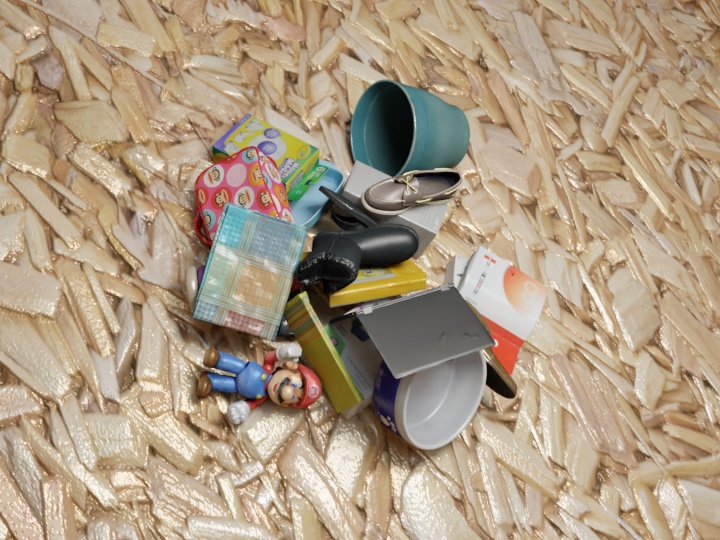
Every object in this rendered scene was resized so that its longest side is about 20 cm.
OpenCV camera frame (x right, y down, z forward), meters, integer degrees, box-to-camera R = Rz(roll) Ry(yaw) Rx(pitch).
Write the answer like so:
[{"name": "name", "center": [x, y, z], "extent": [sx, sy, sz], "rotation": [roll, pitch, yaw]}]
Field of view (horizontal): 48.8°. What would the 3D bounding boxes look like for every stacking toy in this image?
[{"name": "stacking toy", "center": [-0.194, 0.019, 1.350], "extent": [0.198, 0.086, 0.086], "rotation": [-10, 65, -6]}]

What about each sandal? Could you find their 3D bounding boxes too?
[{"name": "sandal", "center": [-0.001, -0.082, 1.448], "extent": [0.200, 0.075, 0.048], "rotation": [37, 97, -9]}]

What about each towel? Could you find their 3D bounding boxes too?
[{"name": "towel", "center": [-0.181, 0.001, 1.305], "extent": [0.146, 0.022, 0.201], "rotation": [17, 82, -7]}, {"name": "towel", "center": [-0.064, 0.135, 1.303], "extent": [0.018, 0.086, 0.201], "rotation": [-26, 84, -34]}]

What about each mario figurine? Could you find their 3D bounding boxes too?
[{"name": "mario figurine", "center": [-0.160, 0.182, 1.286], "extent": [0.198, 0.124, 0.106], "rotation": [10, 47, -10]}]

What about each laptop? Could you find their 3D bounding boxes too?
[{"name": "laptop", "center": [0.079, 0.100, 1.290], "extent": [0.186, 0.200, 0.117], "rotation": [-14, 86, -24]}]

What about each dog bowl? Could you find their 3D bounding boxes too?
[{"name": "dog bowl", "center": [0.118, 0.193, 1.332], "extent": [0.199, 0.201, 0.079], "rotation": [-31, 34, -31]}]

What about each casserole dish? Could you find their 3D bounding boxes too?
[{"name": "casserole dish", "center": [-0.111, -0.134, 1.499], "extent": [0.121, 0.039, 0.200], "rotation": [20, 52, 25]}]

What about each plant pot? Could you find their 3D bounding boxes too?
[{"name": "plant pot", "center": [0.112, -0.272, 1.597], "extent": [0.187, 0.200, 0.201], "rotation": [-3, 63, -38]}]

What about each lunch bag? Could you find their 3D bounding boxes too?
[{"name": "lunch bag", "center": [-0.216, -0.102, 1.409], "extent": [0.175, 0.082, 0.201], "rotation": [-25, 69, 16]}]

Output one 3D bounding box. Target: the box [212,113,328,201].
[{"name": "box", "center": [-0.169, -0.213, 1.507], "extent": [0.199, 0.049, 0.118], "rotation": [29, 56, 15]}]

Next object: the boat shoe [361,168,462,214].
[{"name": "boat shoe", "center": [0.097, -0.151, 1.469], "extent": [0.199, 0.060, 0.072], "rotation": [-9, 66, -24]}]

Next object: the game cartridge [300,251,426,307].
[{"name": "game cartridge", "center": [0.000, 0.000, 1.435], "extent": [0.199, 0.033, 0.176], "rotation": [-11, 30, -24]}]

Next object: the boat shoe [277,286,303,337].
[{"name": "boat shoe", "center": [-0.142, 0.024, 1.404], "extent": [0.062, 0.073, 0.201], "rotation": [-8, 71, -27]}]

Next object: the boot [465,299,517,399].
[{"name": "boot", "center": [0.220, 0.137, 1.407], "extent": [0.075, 0.074, 0.200], "rotation": [-38, 87, -28]}]

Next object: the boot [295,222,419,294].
[{"name": "boot", "center": [-0.001, -0.019, 1.351], "extent": [0.198, 0.077, 0.168], "rotation": [-1, 22, 6]}]

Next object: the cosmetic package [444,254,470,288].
[{"name": "cosmetic package", "center": [0.201, 0.073, 1.515], "extent": [0.082, 0.051, 0.201], "rotation": [15, 59, -11]}]

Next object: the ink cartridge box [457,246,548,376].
[{"name": "ink cartridge box", "center": [0.251, 0.072, 1.477], "extent": [0.162, 0.050, 0.201], "rotation": [31, 53, -6]}]

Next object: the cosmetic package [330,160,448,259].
[{"name": "cosmetic package", "center": [0.053, -0.115, 1.531], "extent": [0.199, 0.107, 0.091], "rotation": [28, 57, -6]}]

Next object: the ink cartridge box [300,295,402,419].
[{"name": "ink cartridge box", "center": [0.018, 0.139, 1.389], "extent": [0.199, 0.088, 0.146], "rotation": [-29, 72, -32]}]
